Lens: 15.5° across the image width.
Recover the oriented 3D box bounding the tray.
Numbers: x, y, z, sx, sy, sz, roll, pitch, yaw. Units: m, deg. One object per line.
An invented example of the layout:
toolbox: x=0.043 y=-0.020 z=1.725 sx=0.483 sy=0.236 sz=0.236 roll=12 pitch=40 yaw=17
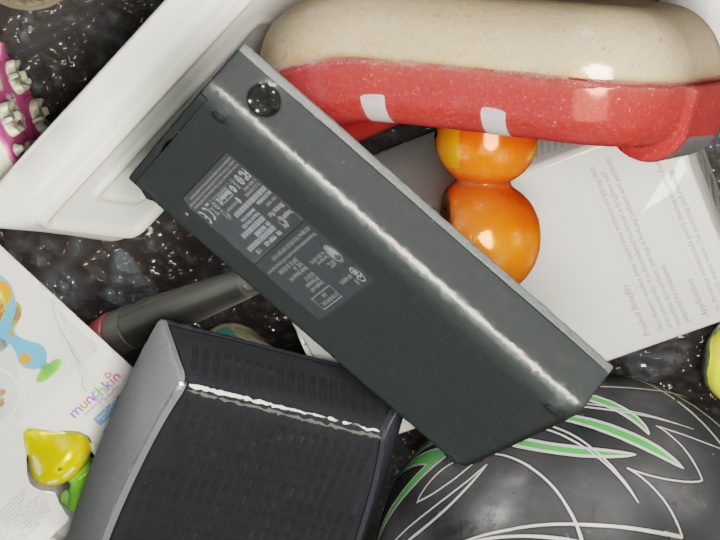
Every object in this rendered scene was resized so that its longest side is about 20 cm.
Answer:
tray: x=-0.077 y=-0.077 z=1.185 sx=0.200 sy=0.107 sz=0.022 roll=-45 pitch=65 yaw=23

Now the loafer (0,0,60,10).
loafer: x=-0.116 y=-0.209 z=1.128 sx=0.076 sy=0.068 sz=0.200 roll=27 pitch=101 yaw=-14

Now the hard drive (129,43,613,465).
hard drive: x=0.000 y=0.000 z=1.117 sx=0.200 sy=0.033 sz=0.140 roll=41 pitch=158 yaw=-5

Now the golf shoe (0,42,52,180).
golf shoe: x=-0.217 y=-0.104 z=1.186 sx=0.091 sy=0.075 sz=0.200 roll=-20 pitch=116 yaw=17

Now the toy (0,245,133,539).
toy: x=-0.192 y=0.034 z=1.231 sx=0.115 sy=0.047 sz=0.200 roll=-42 pitch=106 yaw=9

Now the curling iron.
curling iron: x=-0.107 y=0.035 z=1.249 sx=0.050 sy=0.026 sz=0.200 roll=44 pitch=133 yaw=-17

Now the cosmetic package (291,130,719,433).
cosmetic package: x=0.067 y=-0.009 z=1.223 sx=0.200 sy=0.081 sz=0.113 roll=-18 pitch=117 yaw=13

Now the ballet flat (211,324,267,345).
ballet flat: x=-0.042 y=0.112 z=1.301 sx=0.067 sy=0.062 sz=0.200 roll=-18 pitch=123 yaw=-16

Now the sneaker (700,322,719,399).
sneaker: x=0.260 y=0.047 z=1.240 sx=0.200 sy=0.090 sz=0.078 roll=-2 pitch=121 yaw=5

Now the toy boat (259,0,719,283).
toy boat: x=0.051 y=-0.053 z=1.119 sx=0.200 sy=0.130 sz=0.131 roll=8 pitch=99 yaw=24

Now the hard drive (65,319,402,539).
hard drive: x=-0.065 y=0.125 z=1.231 sx=0.135 sy=0.042 sz=0.200 roll=15 pitch=119 yaw=-13

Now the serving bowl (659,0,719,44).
serving bowl: x=0.233 y=-0.120 z=1.162 sx=0.200 sy=0.066 sz=0.200 roll=1 pitch=118 yaw=1

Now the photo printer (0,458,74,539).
photo printer: x=-0.201 y=0.154 z=1.324 sx=0.200 sy=0.069 sz=0.166 roll=28 pitch=123 yaw=-13

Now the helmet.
helmet: x=0.104 y=0.141 z=1.241 sx=0.200 sy=0.200 sz=0.191 roll=-7 pitch=127 yaw=6
